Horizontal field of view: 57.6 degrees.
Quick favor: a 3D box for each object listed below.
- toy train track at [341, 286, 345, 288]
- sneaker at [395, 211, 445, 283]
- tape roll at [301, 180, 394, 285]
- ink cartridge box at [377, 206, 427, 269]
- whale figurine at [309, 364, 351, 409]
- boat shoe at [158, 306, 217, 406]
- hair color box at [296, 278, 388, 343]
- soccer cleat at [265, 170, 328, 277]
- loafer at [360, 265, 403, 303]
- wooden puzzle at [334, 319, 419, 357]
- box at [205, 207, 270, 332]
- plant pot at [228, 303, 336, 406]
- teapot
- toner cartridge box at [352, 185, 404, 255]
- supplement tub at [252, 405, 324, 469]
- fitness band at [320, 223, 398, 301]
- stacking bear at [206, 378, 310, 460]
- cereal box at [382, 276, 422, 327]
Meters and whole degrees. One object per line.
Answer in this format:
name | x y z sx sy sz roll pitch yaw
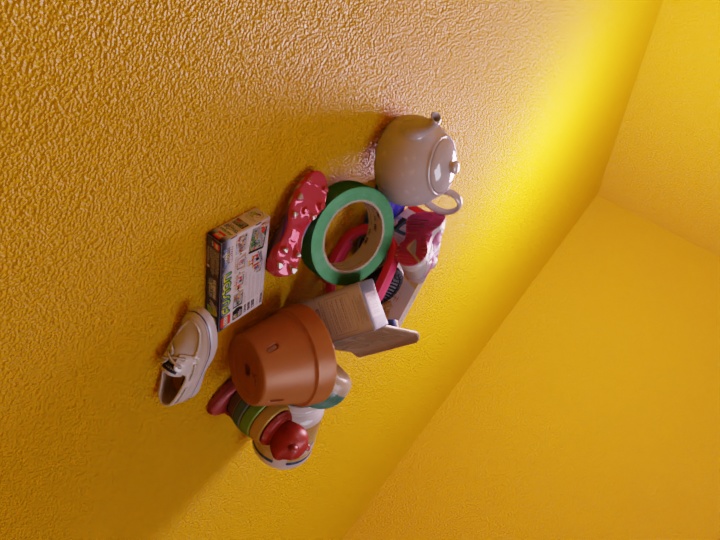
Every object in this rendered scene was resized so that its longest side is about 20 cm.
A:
toy train track | -0.072 0.073 1.455 0.200 0.033 0.115 -55 174 28
sneaker | 0.128 -0.050 1.384 0.088 0.081 0.200 80 30 -41
tape roll | -0.025 -0.072 1.268 0.200 0.048 0.201 -19 123 -32
ink cartridge box | 0.102 -0.067 1.488 0.200 0.067 0.116 -42 154 -34
whale figurine | -0.102 0.227 1.421 0.159 0.200 0.104 38 90 -26
boat shoe | -0.295 0.149 1.084 0.070 0.071 0.200 -30 152 -53
hair color box | -0.054 0.093 1.316 0.200 0.099 0.061 -20 178 31
soccer cleat | -0.119 -0.085 1.154 0.067 0.076 0.200 23 83 -38
loafer | 0.012 0.044 1.433 0.073 0.071 0.200 28 124 -34
wooden puzzle | 0.004 0.138 1.438 0.200 0.185 0.046 24 54 -50
box | -0.208 0.001 1.102 0.110 0.035 0.200 -35 149 -42
plant pot | -0.160 0.173 1.253 0.140 0.200 0.200 -10 131 -38
teapot | 0.131 -0.211 1.313 0.200 0.146 0.198 -8 110 -58
toner cartridge box | 0.051 -0.118 1.463 0.095 0.043 0.200 -24 141 -51
supplement tub | -0.162 0.337 1.493 0.145 0.145 0.200 -29 145 -49
fitness band | 0.000 0.000 1.370 0.200 0.143 0.037 -66 151 -7
stacking bear | -0.188 0.304 1.317 0.114 0.200 0.121 -53 157 -1
cereal box | 0.054 0.061 1.573 0.040 0.144 0.200 -2 121 -63
